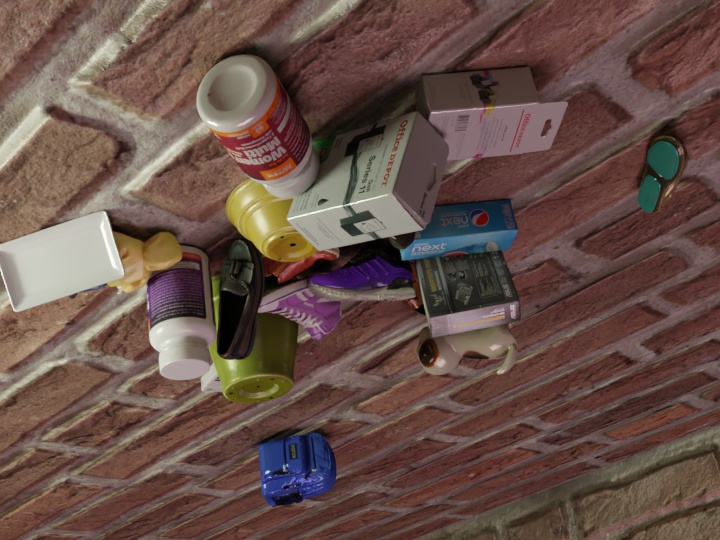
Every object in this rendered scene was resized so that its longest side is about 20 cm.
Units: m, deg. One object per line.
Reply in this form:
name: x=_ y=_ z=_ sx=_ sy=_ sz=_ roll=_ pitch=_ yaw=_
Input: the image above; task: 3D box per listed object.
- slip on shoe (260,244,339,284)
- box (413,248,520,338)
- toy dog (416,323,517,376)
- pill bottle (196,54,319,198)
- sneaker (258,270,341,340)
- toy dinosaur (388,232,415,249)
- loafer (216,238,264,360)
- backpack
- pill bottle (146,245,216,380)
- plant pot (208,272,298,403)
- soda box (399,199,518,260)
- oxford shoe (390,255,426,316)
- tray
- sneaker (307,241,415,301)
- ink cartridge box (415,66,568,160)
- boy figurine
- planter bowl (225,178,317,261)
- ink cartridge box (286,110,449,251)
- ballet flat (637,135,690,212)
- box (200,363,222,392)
slip on shoe: x=-0.130 y=-0.007 z=1.582 sx=0.196 sy=0.062 sz=0.074 roll=-12 pitch=165 yaw=5
box: x=0.180 y=0.019 z=1.604 sx=0.155 sy=0.202 sz=0.049 roll=-12 pitch=130 yaw=1
toy dog: x=0.206 y=0.138 z=1.851 sx=0.197 sy=0.197 sz=0.139 roll=-24 pitch=162 yaw=11
pill bottle: x=-0.128 y=-0.183 z=1.223 sx=0.108 sy=0.111 sz=0.200 roll=-17 pitch=151 yaw=11
sneaker: x=-0.104 y=0.073 z=1.623 sx=0.198 sy=0.117 sz=0.072 roll=-14 pitch=-175 yaw=-43
toy dinosaur: x=0.062 y=-0.078 z=1.459 sx=0.076 sy=0.200 sz=0.104 roll=-19 pitch=115 yaw=-5
loafer: x=-0.203 y=0.048 z=1.527 sx=0.071 sy=0.204 sz=0.063 roll=4 pitch=-178 yaw=24
backpack: x=-0.165 y=0.517 z=2.431 sx=0.196 sy=0.165 sz=0.169 roll=-11 pitch=149 yaw=2
pill bottle: x=-0.296 y=0.072 z=1.530 sx=0.109 sy=0.203 sz=0.112 roll=-8 pitch=152 yaw=-4
plant pot: x=-0.194 y=0.128 z=1.678 sx=0.196 sy=0.196 sz=0.201 roll=-9 pitch=152 yaw=-5
soda box: x=0.164 y=-0.069 z=1.583 sx=0.196 sy=0.065 sz=0.068 roll=-5 pitch=152 yaw=-9
oxford shoe: x=0.092 y=0.029 z=1.732 sx=0.070 sy=0.072 sz=0.199 roll=-21 pitch=148 yaw=23
tray: x=-0.465 y=-0.014 z=1.438 sx=0.197 sy=0.109 sz=0.022 roll=-17 pitch=-178 yaw=10
sneaker: x=0.000 y=0.000 z=1.617 sx=0.196 sy=0.102 sz=0.069 roll=2 pitch=170 yaw=-21
ink cartridge box: x=0.180 y=-0.220 z=1.307 sx=0.196 sy=0.069 sz=0.116 roll=-6 pitch=151 yaw=-8
boy figurine: x=-0.384 y=-0.018 z=1.481 sx=0.196 sy=0.065 sz=0.126 roll=-16 pitch=129 yaw=3
planter bowl: x=-0.111 y=-0.071 z=1.462 sx=0.196 sy=0.085 sz=0.201 roll=-9 pitch=152 yaw=-5
ink cartridge box: x=0.010 y=-0.121 z=1.279 sx=0.198 sy=0.149 sz=0.083 roll=-10 pitch=141 yaw=39
ballet flat: x=0.510 y=-0.172 z=1.537 sx=0.065 sy=0.071 sz=0.201 roll=-34 pitch=158 yaw=-14
box: x=-0.242 y=0.207 z=1.976 sx=0.142 sy=0.037 sz=0.200 roll=7 pitch=148 yaw=-30
